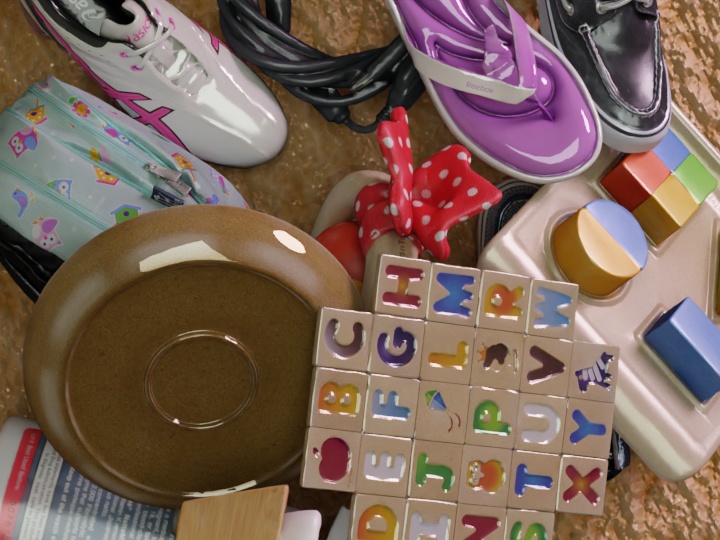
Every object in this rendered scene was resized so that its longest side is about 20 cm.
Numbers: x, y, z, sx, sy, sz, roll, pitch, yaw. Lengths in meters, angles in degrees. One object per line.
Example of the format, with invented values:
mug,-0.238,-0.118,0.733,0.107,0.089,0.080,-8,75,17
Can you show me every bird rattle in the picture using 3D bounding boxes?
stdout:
bird rattle,0.000,0.000,1.476,0.112,0.163,0.202,0,100,-24

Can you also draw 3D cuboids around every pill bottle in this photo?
pill bottle,-0.133,0.168,1.491,0.199,0.120,0.121,14,89,-2

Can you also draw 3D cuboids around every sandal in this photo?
sandal,0.066,-0.136,1.476,0.082,0.050,0.203,-38,80,0

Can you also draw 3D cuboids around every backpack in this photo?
backpack,-0.144,-0.024,1.484,0.199,0.167,0.127,33,79,7

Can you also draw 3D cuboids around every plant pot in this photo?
plant pot,-0.090,0.057,1.385,0.198,0.028,0.201,-4,121,-6

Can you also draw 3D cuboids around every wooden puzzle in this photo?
wooden puzzle,0.190,0.001,1.501,0.185,0.046,0.200,48,54,-2

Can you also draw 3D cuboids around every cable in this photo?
cable,0.004,-0.197,1.539,0.163,0.051,0.201,35,84,6

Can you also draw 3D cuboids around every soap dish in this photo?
soap dish,-0.076,0.220,1.361,0.081,0.157,0.202,10,81,0

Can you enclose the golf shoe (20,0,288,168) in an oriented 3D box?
golf shoe,-0.130,-0.129,1.506,0.199,0.092,0.073,35,88,-4

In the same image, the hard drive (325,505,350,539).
hard drive,-0.022,0.245,1.493,0.026,0.132,0.201,23,88,24

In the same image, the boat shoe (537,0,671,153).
boat shoe,0.149,-0.173,1.505,0.071,0.068,0.201,-8,73,-19

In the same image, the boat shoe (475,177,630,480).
boat shoe,0.124,0.039,1.517,0.074,0.093,0.201,-18,91,-3

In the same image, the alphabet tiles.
alphabet tiles,0.059,0.082,1.399,0.199,0.006,0.168,8,87,-27
